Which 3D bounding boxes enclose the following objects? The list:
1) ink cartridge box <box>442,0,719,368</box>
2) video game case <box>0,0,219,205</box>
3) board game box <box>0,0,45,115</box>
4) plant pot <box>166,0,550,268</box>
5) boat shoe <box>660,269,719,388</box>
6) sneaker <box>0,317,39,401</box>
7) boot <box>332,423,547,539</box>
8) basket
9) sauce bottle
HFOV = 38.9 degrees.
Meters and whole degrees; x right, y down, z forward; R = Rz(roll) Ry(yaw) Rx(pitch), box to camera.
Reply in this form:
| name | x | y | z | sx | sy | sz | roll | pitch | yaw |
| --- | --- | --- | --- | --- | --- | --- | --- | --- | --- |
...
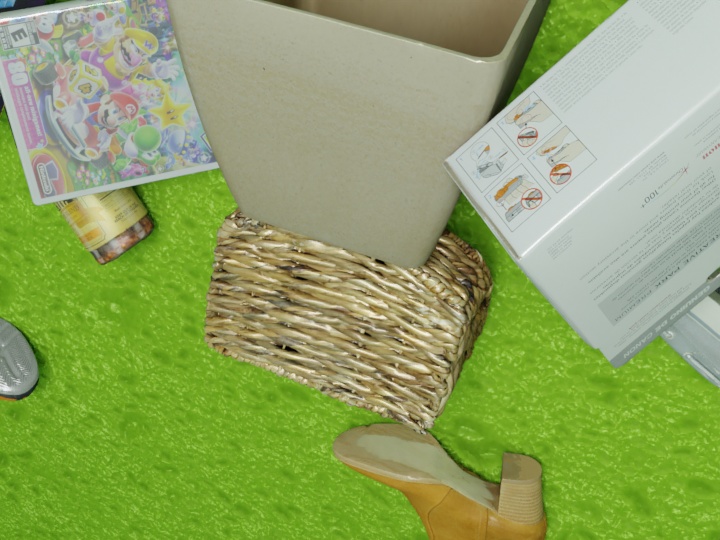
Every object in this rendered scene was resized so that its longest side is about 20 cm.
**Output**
| name | x | y | z | sx | sy | sz | roll | pitch | yaw |
| --- | --- | --- | --- | --- | --- | --- | --- | --- | --- |
| ink cartridge box | 0.173 | -0.060 | 0.574 | 0.199 | 0.084 | 0.175 | -40 | 142 | 8 |
| video game case | -0.162 | -0.135 | 0.761 | 0.196 | 0.018 | 0.145 | -13 | 122 | -11 |
| board game box | -0.329 | -0.236 | 0.780 | 0.201 | 0.056 | 0.166 | 51 | 128 | 11 |
| plant pot | 0.008 | -0.124 | 0.656 | 0.197 | 0.201 | 0.179 | 16 | 132 | 13 |
| boat shoe | 0.211 | 0.016 | 0.731 | 0.200 | 0.070 | 0.072 | 38 | 125 | -6 |
| sneaker | -0.414 | 0.101 | 1.072 | 0.198 | 0.078 | 0.113 | 27 | 133 | 20 |
| boot | 0.069 | 0.223 | 0.928 | 0.197 | 0.071 | 0.146 | 8 | 122 | 13 |
| basket | 0.000 | 0.000 | 0.775 | 0.197 | 0.149 | 0.145 | 20 | 121 | 13 |
| sauce bottle | -0.253 | -0.102 | 0.864 | 0.065 | 0.066 | 0.202 | -25 | 105 | 34 |
